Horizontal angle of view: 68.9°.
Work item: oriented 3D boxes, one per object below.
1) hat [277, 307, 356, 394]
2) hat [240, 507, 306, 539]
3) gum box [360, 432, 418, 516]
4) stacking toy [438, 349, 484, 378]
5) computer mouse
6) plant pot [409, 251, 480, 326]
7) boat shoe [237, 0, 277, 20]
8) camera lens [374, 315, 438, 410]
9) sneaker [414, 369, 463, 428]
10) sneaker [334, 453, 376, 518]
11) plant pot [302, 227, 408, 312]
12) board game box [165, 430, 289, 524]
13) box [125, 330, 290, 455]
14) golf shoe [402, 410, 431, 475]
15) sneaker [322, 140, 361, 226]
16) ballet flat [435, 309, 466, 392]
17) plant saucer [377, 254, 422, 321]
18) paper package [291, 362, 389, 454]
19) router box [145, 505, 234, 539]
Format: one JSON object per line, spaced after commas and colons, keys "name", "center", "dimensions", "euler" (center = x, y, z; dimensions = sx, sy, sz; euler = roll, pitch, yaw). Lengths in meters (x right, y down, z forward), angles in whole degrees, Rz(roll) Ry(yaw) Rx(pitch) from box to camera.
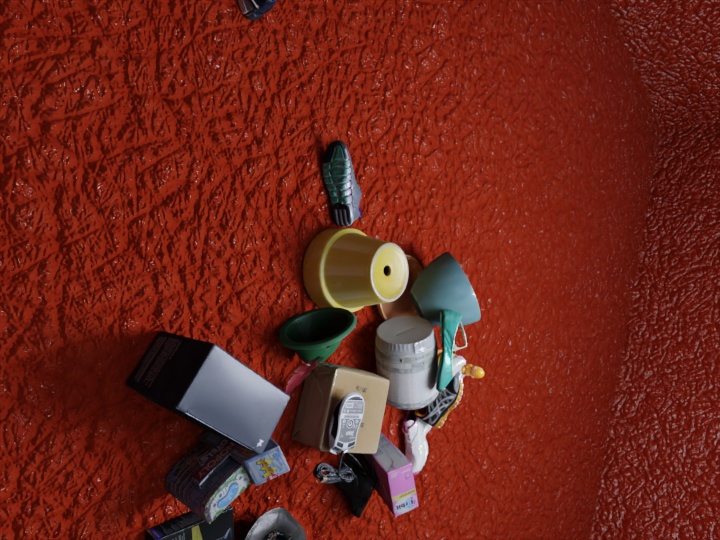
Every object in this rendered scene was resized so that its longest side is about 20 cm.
{"name": "hat", "center": [-0.089, 0.197, 1.160], "dimensions": [0.166, 0.198, 0.177], "euler": [-58, 140, -60]}
{"name": "hat", "center": [-0.205, 0.596, 1.096], "dimensions": [0.200, 0.080, 0.203], "euler": [11, 77, -52]}
{"name": "gum box", "center": [0.062, 0.488, 1.288], "dimensions": [0.066, 0.200, 0.115], "euler": [-14, 103, -19]}
{"name": "stacking toy", "center": [0.252, 0.270, 1.457], "dimensions": [0.110, 0.199, 0.116], "euler": [-56, 129, -35]}
{"name": "computer mouse", "center": [-0.041, 0.359, 1.139], "dimensions": [0.109, 0.044, 0.202], "euler": [17, 86, -40]}
{"name": "plant pot", "center": [0.210, 0.069, 1.392], "dimensions": [0.134, 0.200, 0.201], "euler": [-24, 114, -3]}
{"name": "boat shoe", "center": [-0.215, -0.608, 1.024], "dimensions": [0.075, 0.092, 0.201], "euler": [-37, 117, -38]}
{"name": "camera lens", "center": [0.119, 0.238, 1.338], "dimensions": [0.159, 0.159, 0.202], "euler": [-27, 121, -41]}
{"name": "sneaker", "center": [0.212, 0.337, 1.399], "dimensions": [0.077, 0.078, 0.201], "euler": [21, 113, -6]}
{"name": "sneaker", "center": [-0.021, 0.529, 1.290], "dimensions": [0.060, 0.104, 0.201], "euler": [-50, 161, -44]}
{"name": "plant pot", "center": [0.000, 0.000, 1.204], "dimensions": [0.200, 0.188, 0.203], "euler": [-1, 92, -45]}
{"name": "board game box", "center": [-0.237, 0.353, 0.970], "dimensions": [0.200, 0.199, 0.062], "euler": [-38, 118, -38]}
{"name": "box", "center": [-0.269, 0.214, 0.932], "dimensions": [0.197, 0.199, 0.118], "euler": [46, 61, -37]}
{"name": "golf shoe", "center": [0.146, 0.462, 1.465], "dimensions": [0.091, 0.075, 0.202], "euler": [26, 67, -32]}
{"name": "sneaker", "center": [-0.037, -0.211, 1.252], "dimensions": [0.087, 0.074, 0.202], "euler": [-33, 125, -54]}
{"name": "ballet flat", "center": [0.224, 0.197, 1.281], "dimensions": [0.067, 0.070, 0.202], "euler": [41, 53, -77]}
{"name": "plant saucer", "center": [0.106, 0.057, 1.421], "dimensions": [0.199, 0.037, 0.202], "euler": [-2, 93, -46]}
{"name": "paper package", "center": [-0.041, 0.324, 1.237], "dimensions": [0.199, 0.103, 0.192], "euler": [21, 77, -43]}
{"name": "router box", "center": [-0.319, 0.568, 0.999], "dimensions": [0.156, 0.052, 0.202], "euler": [-4, 95, -45]}
